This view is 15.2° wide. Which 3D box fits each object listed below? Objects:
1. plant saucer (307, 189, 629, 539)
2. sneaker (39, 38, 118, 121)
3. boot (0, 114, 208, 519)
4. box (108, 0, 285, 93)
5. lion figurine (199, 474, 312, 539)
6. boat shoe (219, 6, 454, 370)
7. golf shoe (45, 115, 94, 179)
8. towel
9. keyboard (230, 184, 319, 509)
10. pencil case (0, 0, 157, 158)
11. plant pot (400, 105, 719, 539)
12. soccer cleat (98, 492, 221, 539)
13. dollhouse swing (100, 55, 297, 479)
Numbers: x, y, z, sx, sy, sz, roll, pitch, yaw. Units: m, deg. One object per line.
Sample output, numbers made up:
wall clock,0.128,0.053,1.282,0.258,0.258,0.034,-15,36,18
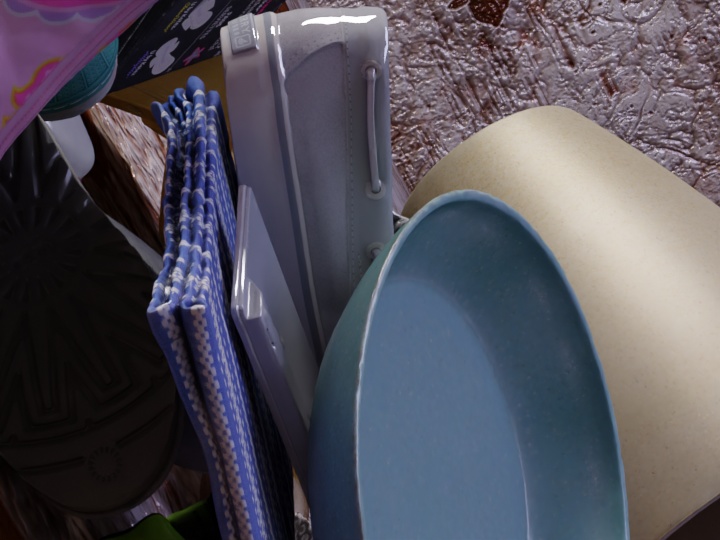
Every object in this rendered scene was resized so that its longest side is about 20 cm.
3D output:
plant saucer,0.033,0.075,0.883,0.200,0.036,0.201,28,58,-57
sneaker,-0.146,-0.145,0.933,0.200,0.071,0.080,59,-12,14
boot,-0.085,0.034,0.940,0.200,0.072,0.182,69,0,-61
box,-0.101,-0.193,1.091,0.200,0.132,0.115,53,38,10
lion figurine,-0.034,0.055,1.116,0.072,0.200,0.123,25,-23,0
boat shoe,0.000,0.000,0.938,0.072,0.068,0.201,-96,175,-68
golf shoe,-0.137,-0.127,1.016,0.075,0.091,0.200,-89,154,-83
towel,-0.044,0.035,0.860,0.200,0.024,0.145,-95,173,-67
keyboard,-0.013,0.060,0.884,0.056,0.011,0.200,-97,171,-46
pencil case,-0.084,-0.111,0.840,0.087,0.200,0.087,49,-4,4
plant pot,0.106,0.036,1.098,0.200,0.187,0.187,57,2,25
soccer cleat,-0.037,0.119,0.938,0.081,0.067,0.200,65,8,13
dollhouse swing,-0.091,-0.016,1.244,0.181,0.176,0.200,20,-17,25
